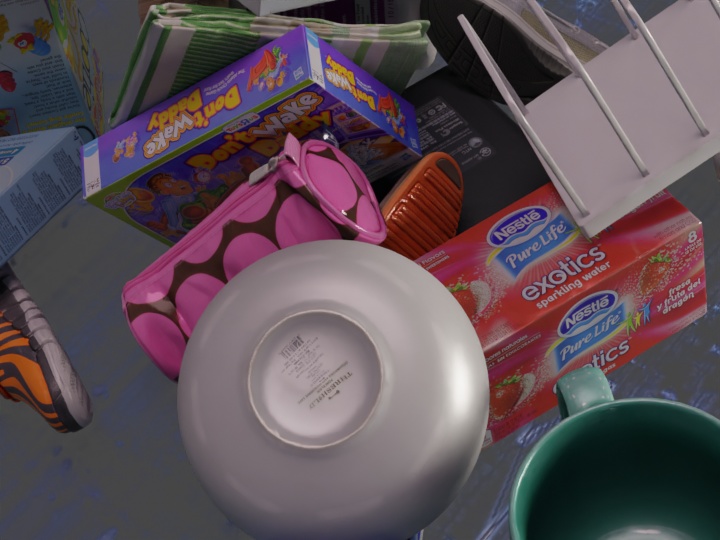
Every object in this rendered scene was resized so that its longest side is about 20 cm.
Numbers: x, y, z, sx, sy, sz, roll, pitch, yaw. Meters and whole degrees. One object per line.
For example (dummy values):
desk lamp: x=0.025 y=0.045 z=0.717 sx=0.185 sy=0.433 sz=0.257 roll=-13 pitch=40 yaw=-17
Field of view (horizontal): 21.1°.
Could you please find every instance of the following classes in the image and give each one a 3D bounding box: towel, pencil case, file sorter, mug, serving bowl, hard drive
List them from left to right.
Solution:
pencil case: x=-0.078 y=-0.007 z=1.298 sx=0.200 sy=0.093 sz=0.091 roll=-40 pitch=38 yaw=26
towel: x=-0.065 y=-0.131 z=1.335 sx=0.198 sy=0.153 sz=0.024 roll=0 pitch=61 yaw=-21
serving bowl: x=-0.022 y=0.072 z=1.181 sx=0.198 sy=0.066 sz=0.202 roll=-3 pitch=75 yaw=10
hard drive: x=0.068 y=-0.059 z=1.412 sx=0.139 sy=0.033 sz=0.200 roll=-30 pitch=49 yaw=-14
file sorter: x=0.179 y=-0.152 z=1.244 sx=0.199 sy=0.125 sz=0.139 roll=-34 pitch=38 yaw=9
mug: x=0.171 y=0.158 z=1.144 sx=0.151 sy=0.115 sz=0.186 roll=8 pitch=51 yaw=20

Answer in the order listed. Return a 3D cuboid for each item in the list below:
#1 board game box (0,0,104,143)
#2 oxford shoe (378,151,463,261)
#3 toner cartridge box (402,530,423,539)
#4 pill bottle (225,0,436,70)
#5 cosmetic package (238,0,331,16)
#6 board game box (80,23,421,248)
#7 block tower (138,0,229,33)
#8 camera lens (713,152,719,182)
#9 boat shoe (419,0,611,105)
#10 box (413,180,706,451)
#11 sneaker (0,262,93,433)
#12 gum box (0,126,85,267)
board game box: x=-0.272 y=-0.182 z=1.481 sx=0.104 sy=0.201 sz=0.104 roll=-11 pitch=47 yaw=3
oxford shoe: x=0.000 y=0.000 z=1.330 sx=0.073 sy=0.071 sz=0.201 roll=16 pitch=68 yaw=49
toner cartridge box: x=-0.015 y=0.201 z=1.195 sx=0.094 sy=0.043 sz=0.201 roll=1 pitch=50 yaw=12
pill bottle: x=-0.042 y=-0.211 z=1.517 sx=0.198 sy=0.113 sz=0.113 roll=-1 pitch=49 yaw=11
cosmetic package: x=-0.063 y=-0.253 z=1.348 sx=0.150 sy=0.052 sz=0.200 roll=-20 pitch=43 yaw=-33
board game box: x=-0.077 y=-0.082 z=1.342 sx=0.199 sy=0.134 sz=0.045 roll=-25 pitch=56 yaw=27
block tower: x=-0.129 y=-0.152 z=1.451 sx=0.054 sy=0.058 sz=0.202 roll=-10 pitch=80 yaw=24
camera lens: x=0.323 y=-0.135 z=1.337 sx=0.158 sy=0.161 sz=0.201 roll=-2 pitch=49 yaw=11
boat shoe: x=0.137 y=-0.161 z=1.440 sx=0.201 sy=0.075 sz=0.065 roll=29 pitch=44 yaw=9
box: x=0.124 y=0.018 z=1.290 sx=0.199 sy=0.096 sz=0.100 roll=-29 pitch=48 yaw=-14
sneaker: x=-0.265 y=0.071 z=1.354 sx=0.112 sy=0.078 sz=0.200 roll=-32 pitch=39 yaw=-10
gum box: x=-0.309 y=-0.024 z=1.400 sx=0.169 sy=0.045 sz=0.200 roll=-3 pitch=35 yaw=43
